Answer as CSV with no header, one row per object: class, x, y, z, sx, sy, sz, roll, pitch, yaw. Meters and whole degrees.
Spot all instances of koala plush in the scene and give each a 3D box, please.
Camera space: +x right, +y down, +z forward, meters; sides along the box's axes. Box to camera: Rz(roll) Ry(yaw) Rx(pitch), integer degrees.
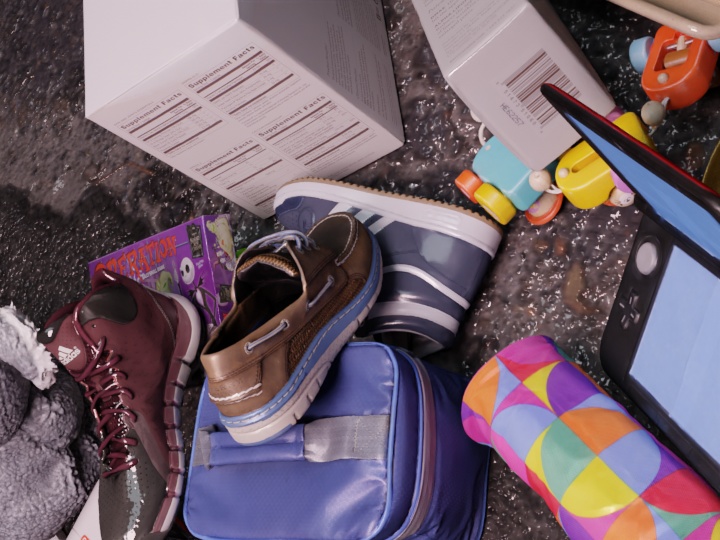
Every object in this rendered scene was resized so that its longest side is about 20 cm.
koala plush,-0.277,0.095,0.902,0.175,0.201,0.185,-12,61,-4

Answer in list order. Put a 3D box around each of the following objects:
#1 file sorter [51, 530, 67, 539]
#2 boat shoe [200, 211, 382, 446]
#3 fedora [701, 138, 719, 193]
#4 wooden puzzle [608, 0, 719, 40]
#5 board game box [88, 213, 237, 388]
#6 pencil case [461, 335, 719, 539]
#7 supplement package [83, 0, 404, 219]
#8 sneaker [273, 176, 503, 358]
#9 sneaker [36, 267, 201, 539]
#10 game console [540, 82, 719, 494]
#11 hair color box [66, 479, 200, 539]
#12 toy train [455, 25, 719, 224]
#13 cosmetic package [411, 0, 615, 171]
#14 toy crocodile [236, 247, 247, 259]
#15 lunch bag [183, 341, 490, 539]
file sorter,-0.323,0.300,0.984,0.139,0.124,0.201,37,96,41
boat shoe,-0.041,0.015,0.770,0.072,0.073,0.201,-14,31,27
fedora,0.262,-0.046,0.683,0.199,0.082,0.203,-17,62,34
wooden puzzle,0.236,-0.241,0.796,0.200,0.037,0.185,-47,36,2
board game box,-0.153,0.034,0.962,0.199,0.032,0.122,-17,78,52
pencil case,0.141,0.124,0.711,0.089,0.088,0.200,-50,48,10
supplement package,-0.089,-0.167,0.942,0.150,0.199,0.153,-25,56,28
sneaker,0.000,0.000,0.887,0.198,0.070,0.110,12,77,38
sneaker,-0.176,0.089,0.827,0.075,0.115,0.202,-23,50,32
game console,0.158,0.016,0.650,0.200,0.117,0.174,-124,45,-60
hair color box,-0.193,0.267,0.889,0.101,0.061,0.201,31,93,42
toy train,0.158,-0.094,0.814,0.199,0.056,0.151,-14,44,41
cosmetic package,0.090,-0.166,0.825,0.074,0.102,0.201,-38,32,16
toy crocodile,-0.090,0.022,0.953,0.200,0.067,0.062,35,98,44
lunch bag,-0.027,0.121,0.814,0.198,0.132,0.137,-9,66,35
